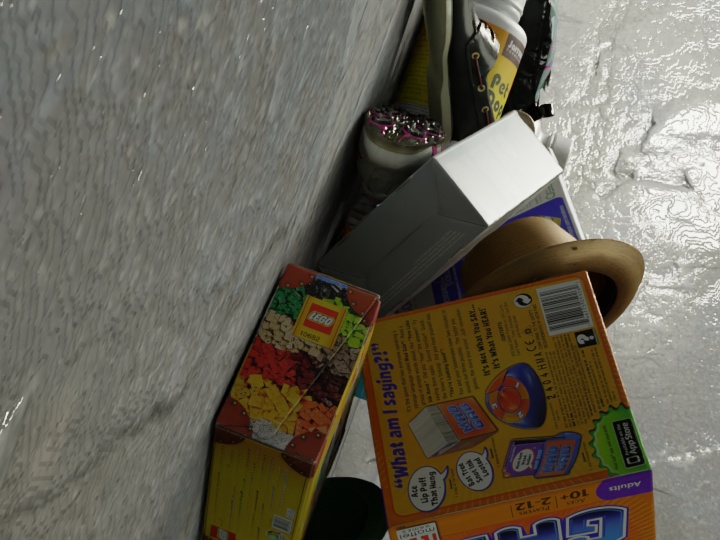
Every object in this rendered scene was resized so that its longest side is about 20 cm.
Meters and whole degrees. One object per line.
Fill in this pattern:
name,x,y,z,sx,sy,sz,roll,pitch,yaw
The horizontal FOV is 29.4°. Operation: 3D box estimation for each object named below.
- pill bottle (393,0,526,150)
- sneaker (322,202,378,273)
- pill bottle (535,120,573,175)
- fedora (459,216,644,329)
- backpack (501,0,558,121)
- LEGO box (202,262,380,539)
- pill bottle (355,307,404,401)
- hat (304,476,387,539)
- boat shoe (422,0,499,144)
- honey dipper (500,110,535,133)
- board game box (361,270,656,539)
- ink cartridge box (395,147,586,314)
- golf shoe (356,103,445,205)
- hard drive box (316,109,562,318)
pill bottle,0.102,-0.201,1.400,0.109,0.108,0.202,59,50,-85
sneaker,0.000,0.000,1.314,0.078,0.078,0.200,-64,173,31
pill bottle,0.153,-0.154,1.677,0.111,0.198,0.112,20,90,-86
fedora,0.152,0.011,1.209,0.201,0.199,0.082,105,-33,-52
backpack,0.148,-0.267,1.547,0.201,0.165,0.127,101,-10,-48
LEGO box,-0.055,0.118,1.042,0.201,0.077,0.150,104,7,-53
pill bottle,0.045,0.086,1.374,0.111,0.198,0.112,20,90,-86
hat,-0.034,0.302,1.155,0.200,0.165,0.177,-41,119,-45
boat shoe,0.094,-0.210,1.269,0.074,0.062,0.203,-109,-170,-51
honey dipper,0.148,-0.127,1.397,0.200,0.038,0.038,90,20,-86
board game box,0.119,0.158,1.120,0.201,0.198,0.201,75,4,-47
ink cartridge box,0.123,-0.022,1.371,0.044,0.199,0.199,59,14,-33
golf shoe,0.033,-0.097,1.225,0.200,0.072,0.093,-43,152,-81
hard drive box,0.075,-0.048,1.221,0.156,0.077,0.200,-41,176,30
